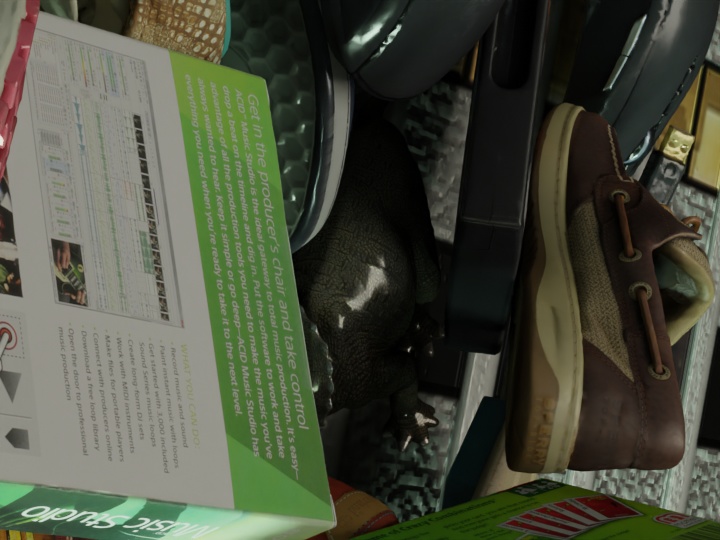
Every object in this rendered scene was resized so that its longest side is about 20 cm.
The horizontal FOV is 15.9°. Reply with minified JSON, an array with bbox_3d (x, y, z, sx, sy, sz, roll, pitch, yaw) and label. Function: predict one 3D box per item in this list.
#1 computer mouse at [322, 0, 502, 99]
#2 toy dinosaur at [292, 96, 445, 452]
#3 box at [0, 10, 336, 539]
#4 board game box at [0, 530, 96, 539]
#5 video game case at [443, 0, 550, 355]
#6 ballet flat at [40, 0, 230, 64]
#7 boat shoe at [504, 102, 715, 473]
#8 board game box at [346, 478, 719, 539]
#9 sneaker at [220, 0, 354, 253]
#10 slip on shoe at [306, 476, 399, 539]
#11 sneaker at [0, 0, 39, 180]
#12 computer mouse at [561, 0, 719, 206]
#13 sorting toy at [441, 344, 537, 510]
[{"bbox_3d":[0.012,-0.155,0.776,0.140,0.046,0.202,4,92,-55],"label":"computer mouse"},{"bbox_3d":[0.000,0.000,0.924,0.201,0.077,0.103,-61,160,-26],"label":"toy dinosaur"},{"bbox_3d":[-0.093,-0.002,0.703,0.199,0.036,0.145,13,61,-46],"label":"box"},{"bbox_3d":[-0.110,0.066,0.742,0.135,0.034,0.201,-31,111,-54],"label":"board game box"},{"bbox_3d":[0.054,-0.078,0.945,0.200,0.025,0.182,87,11,-76],"label":"video game case"},{"bbox_3d":[-0.079,-0.141,0.760,0.065,0.070,0.201,-26,117,-39],"label":"ballet flat"},{"bbox_3d":[0.093,0.007,0.939,0.200,0.071,0.073,-81,178,-59],"label":"boat shoe"},{"bbox_3d":[0.033,0.114,0.794,0.199,0.101,0.048,-11,106,-47],"label":"board game box"},{"bbox_3d":[-0.005,-0.116,0.882,0.146,0.076,0.204,-26,119,-53],"label":"sneaker"},{"bbox_3d":[-0.018,0.164,0.870,0.074,0.061,0.202,-20,116,-59],"label":"slip on shoe"},{"bbox_3d":[-0.117,-0.062,0.621,0.081,0.074,0.201,115,-20,-49],"label":"sneaker"},{"bbox_3d":[0.133,-0.073,1.142,0.140,0.046,0.201,4,104,-62],"label":"computer mouse"},{"bbox_3d":[0.035,0.142,0.994,0.201,0.036,0.186,-69,169,-51],"label":"sorting toy"}]
